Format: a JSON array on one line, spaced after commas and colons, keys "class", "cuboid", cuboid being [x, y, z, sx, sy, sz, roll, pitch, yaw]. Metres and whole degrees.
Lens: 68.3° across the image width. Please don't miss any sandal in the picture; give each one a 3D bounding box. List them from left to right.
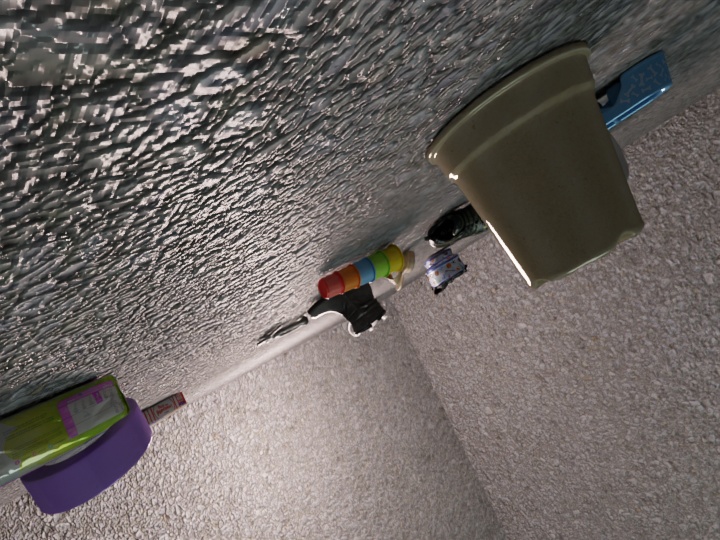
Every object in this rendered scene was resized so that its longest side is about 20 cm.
[{"class": "sandal", "cuboid": [0.098, -0.005, 1.529, 0.067, 0.081, 0.213, 4, 159, -8]}]

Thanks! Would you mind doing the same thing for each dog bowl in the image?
[{"class": "dog bowl", "cuboid": [0.392, -0.256, 0.839, 0.197, 0.051, 0.110, -33, 173, 33]}]

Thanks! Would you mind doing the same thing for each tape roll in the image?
[{"class": "tape roll", "cuboid": [-0.459, 0.307, 0.900, 0.194, 0.068, 0.201, -22, -163, 7]}]

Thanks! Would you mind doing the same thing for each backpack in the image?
[{"class": "backpack", "cuboid": [0.362, -0.007, 2.278, 0.197, 0.157, 0.191, -35, -178, 3]}]

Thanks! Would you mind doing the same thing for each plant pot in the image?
[{"class": "plant pot", "cuboid": [0.197, -0.094, 0.567, 0.196, 0.188, 0.201, -28, 174, -3]}]

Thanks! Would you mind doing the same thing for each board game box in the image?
[{"class": "board game box", "cuboid": [-0.669, 0.472, 1.725, 0.149, 0.047, 0.198, -24, 172, -46]}]

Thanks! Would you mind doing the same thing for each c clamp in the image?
[{"class": "c clamp", "cuboid": [-0.221, 0.178, 1.566, 0.169, 0.028, 0.198, -34, 172, 33]}]

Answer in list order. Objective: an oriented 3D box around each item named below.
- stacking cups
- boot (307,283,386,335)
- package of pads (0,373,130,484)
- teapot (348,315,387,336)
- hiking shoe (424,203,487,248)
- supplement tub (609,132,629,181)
[{"class": "stacking cups", "cuboid": [0.000, 0.000, 1.076, 0.195, 0.062, 0.060, -20, 170, -34]}, {"class": "boot", "cuboid": [-0.039, 0.112, 1.384, 0.196, 0.135, 0.069, -31, 174, 20]}, {"class": "package of pads", "cuboid": [-0.433, 0.226, 0.723, 0.153, 0.070, 0.198, -33, 174, 38]}, {"class": "teapot", "cuboid": [0.029, 0.280, 3.057, 0.193, 0.150, 0.200, -26, 175, -20]}, {"class": "hiking shoe", "cuboid": [0.237, -0.106, 1.194, 0.196, 0.078, 0.100, -31, 177, 16]}, {"class": "supplement tub", "cuboid": [0.442, -0.195, 1.123, 0.143, 0.149, 0.198, -23, 171, -44]}]
